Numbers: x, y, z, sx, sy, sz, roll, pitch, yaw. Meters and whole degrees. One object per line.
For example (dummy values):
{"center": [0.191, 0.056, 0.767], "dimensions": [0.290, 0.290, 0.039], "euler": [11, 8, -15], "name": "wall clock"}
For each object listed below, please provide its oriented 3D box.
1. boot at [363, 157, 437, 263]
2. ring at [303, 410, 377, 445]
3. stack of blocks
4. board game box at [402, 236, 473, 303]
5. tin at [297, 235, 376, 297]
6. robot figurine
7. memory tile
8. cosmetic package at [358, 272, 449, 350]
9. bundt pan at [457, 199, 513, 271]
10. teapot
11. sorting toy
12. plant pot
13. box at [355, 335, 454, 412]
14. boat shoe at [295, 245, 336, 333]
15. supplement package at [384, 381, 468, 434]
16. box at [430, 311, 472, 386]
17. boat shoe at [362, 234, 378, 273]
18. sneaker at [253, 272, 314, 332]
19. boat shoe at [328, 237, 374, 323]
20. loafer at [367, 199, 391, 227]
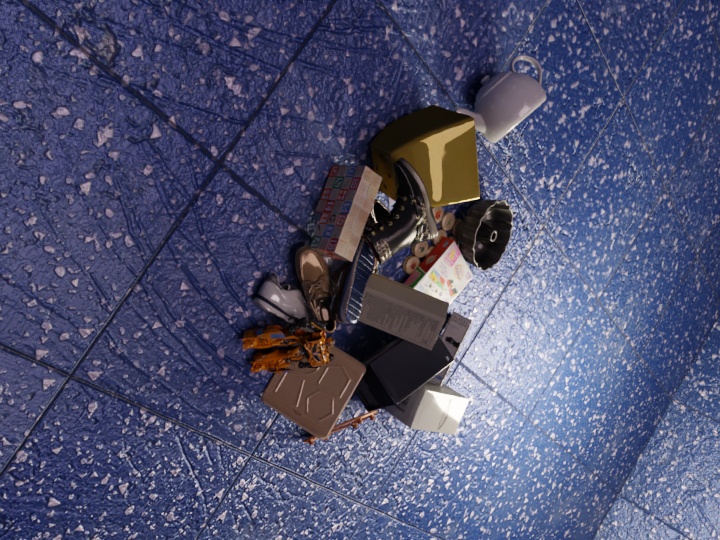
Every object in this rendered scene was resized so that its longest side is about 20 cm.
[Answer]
{"center": [0.074, -0.124, 1.372], "dimensions": [0.153, 0.074, 0.205], "euler": [-29, 122, -8], "name": "boot"}
{"center": [-0.047, 0.395, 1.580], "dimensions": [0.199, 0.200, 0.019], "euler": [-12, 70, -35], "name": "ring"}
{"center": [-0.041, -0.129, 1.399], "dimensions": [0.058, 0.115, 0.202], "euler": [28, 78, -42], "name": "stack of blocks"}
{"center": [0.206, 0.034, 1.705], "dimensions": [0.200, 0.040, 0.153], "euler": [-47, 129, -15], "name": "board game box"}
{"center": [-0.054, -0.004, 1.463], "dimensions": [0.199, 0.042, 0.112], "euler": [-34, 103, -3], "name": "tin"}
{"center": [-0.155, 0.174, 1.409], "dimensions": [0.198, 0.058, 0.146], "euler": [-6, 124, 9], "name": "robot figurine"}
{"center": [0.202, -0.064, 1.701], "dimensions": [0.153, 0.017, 0.201], "euler": [27, 89, -41], "name": "memory tile"}
{"center": [0.097, 0.096, 1.491], "dimensions": [0.073, 0.198, 0.104], "euler": [-64, 175, -55], "name": "cosmetic package"}
{"center": [0.336, -0.105, 1.739], "dimensions": [0.201, 0.075, 0.204], "euler": [-24, 125, -41], "name": "bundt pan"}
{"center": [0.363, -0.435, 1.605], "dimensions": [0.146, 0.197, 0.200], "euler": [51, 37, -1], "name": "teapot"}
{"center": [-0.110, 0.267, 1.499], "dimensions": [0.201, 0.184, 0.036], "euler": [-59, 173, -7], "name": "sorting toy"}
{"center": [0.138, -0.253, 1.472], "dimensions": [0.198, 0.195, 0.196], "euler": [-19, 118, -18], "name": "plant pot"}
{"center": [0.096, 0.244, 1.597], "dimensions": [0.199, 0.198, 0.124], "euler": [-32, 87, -26], "name": "box"}
{"center": [-0.091, 0.041, 1.412], "dimensions": [0.071, 0.065, 0.202], "euler": [-21, 106, -6], "name": "boat shoe"}
{"center": [0.189, 0.378, 1.789], "dimensions": [0.199, 0.117, 0.118], "euler": [19, 93, -41], "name": "supplement package"}
{"center": [0.243, 0.220, 1.770], "dimensions": [0.201, 0.060, 0.117], "euler": [-63, 167, -6], "name": "box"}
{"center": [0.000, 0.000, 1.530], "dimensions": [0.074, 0.068, 0.202], "euler": [-1, 107, -38], "name": "boat shoe"}
{"center": [-0.150, 0.083, 1.444], "dimensions": [0.200, 0.076, 0.081], "euler": [39, 74, -41], "name": "sneaker"}
{"center": [-0.027, 0.018, 1.401], "dimensions": [0.072, 0.072, 0.201], "euler": [44, 54, -47], "name": "boat shoe"}
{"center": [0.059, -0.112, 1.538], "dimensions": [0.072, 0.063, 0.200], "euler": [-52, 130, -10], "name": "loafer"}
